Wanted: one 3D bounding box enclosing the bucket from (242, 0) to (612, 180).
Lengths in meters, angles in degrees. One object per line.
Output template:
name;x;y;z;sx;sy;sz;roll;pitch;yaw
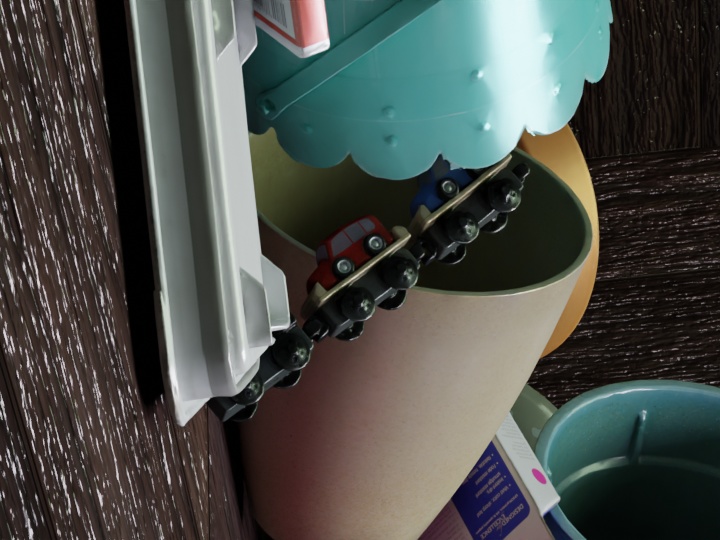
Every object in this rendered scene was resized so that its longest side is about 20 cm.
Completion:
bucket;0.023;-0.158;1.333;0.135;0.206;0.208;81;4;-45

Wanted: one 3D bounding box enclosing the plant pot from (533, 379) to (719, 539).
plant pot;0.176;0.201;1.600;0.201;0.199;0.197;-93;-168;-55

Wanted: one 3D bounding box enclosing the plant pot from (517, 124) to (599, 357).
plant pot;0.029;-0.023;1.731;0.200;0.140;0.201;20;-63;44

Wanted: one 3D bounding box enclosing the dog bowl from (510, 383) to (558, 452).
dog bowl;0.043;0.148;1.696;0.059;0.199;0.201;-74;161;-54

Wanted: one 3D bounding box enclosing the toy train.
toy train;0.000;0.000;1.306;0.046;0.200;0.034;49;-25;10

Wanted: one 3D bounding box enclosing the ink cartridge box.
ink cartridge box;0.045;0.109;1.536;0.037;0.095;0.201;14;39;-47

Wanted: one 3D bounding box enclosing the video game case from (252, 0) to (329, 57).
video game case;-0.065;-0.206;1.214;0.143;0.017;0.201;40;-35;49

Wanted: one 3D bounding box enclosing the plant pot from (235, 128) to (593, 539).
plant pot;0.005;0.045;1.457;0.188;0.186;0.201;-92;-166;-59

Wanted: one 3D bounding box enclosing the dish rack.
dish rack;-0.062;-0.043;1.169;0.172;0.043;0.201;-45;129;-86
